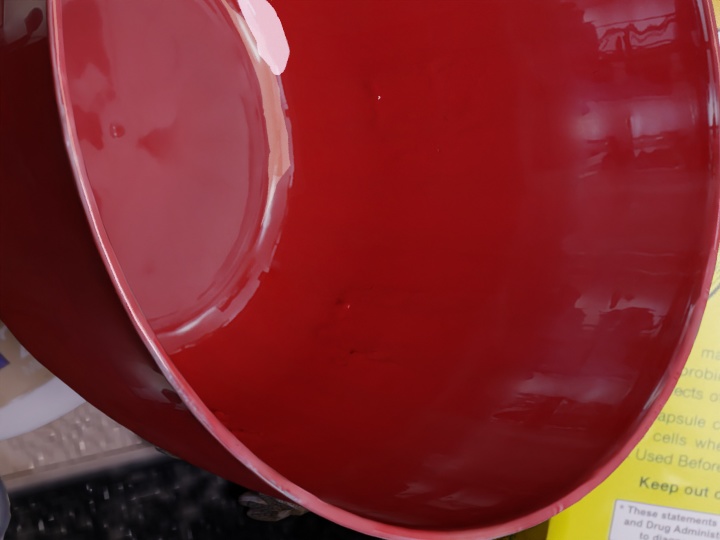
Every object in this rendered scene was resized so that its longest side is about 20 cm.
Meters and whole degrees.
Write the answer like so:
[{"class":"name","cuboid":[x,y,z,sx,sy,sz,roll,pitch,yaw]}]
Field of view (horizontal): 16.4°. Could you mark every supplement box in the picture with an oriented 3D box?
[{"class":"supplement box","cuboid":[0.100,0.020,0.664,0.109,0.109,0.200,9,97,-6]}]

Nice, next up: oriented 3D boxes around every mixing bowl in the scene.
[{"class":"mixing bowl","cuboid":[-0.021,-0.039,0.550,0.200,0.108,0.200,7,80,-45]}]

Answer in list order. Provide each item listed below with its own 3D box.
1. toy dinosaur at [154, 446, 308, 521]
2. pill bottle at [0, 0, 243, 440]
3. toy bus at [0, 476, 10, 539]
[{"class":"toy dinosaur","cuboid":[0.000,0.000,0.743,0.200,0.086,0.136,40,56,-45]},{"class":"pill bottle","cuboid":[-0.129,-0.060,0.604,0.200,0.116,0.116,48,53,-29]},{"class":"toy bus","cuboid":[-0.114,0.107,0.628,0.078,0.065,0.200,-45,116,-40]}]
